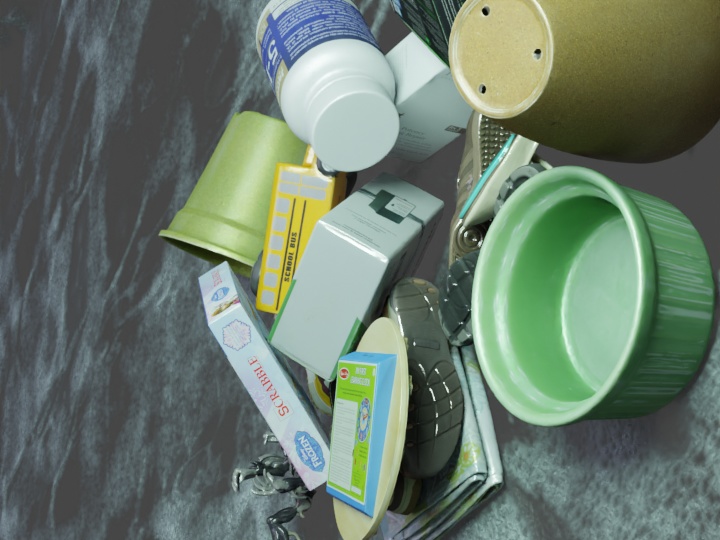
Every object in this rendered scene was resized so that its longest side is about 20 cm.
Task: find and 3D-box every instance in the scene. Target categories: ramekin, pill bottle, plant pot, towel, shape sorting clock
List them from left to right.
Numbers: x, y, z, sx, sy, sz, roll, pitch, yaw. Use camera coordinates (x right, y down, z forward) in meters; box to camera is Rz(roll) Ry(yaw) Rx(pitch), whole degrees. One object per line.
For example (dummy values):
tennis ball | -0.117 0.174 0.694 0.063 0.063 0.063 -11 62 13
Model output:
plant pot | -0.130 -0.092 1.557 0.200 0.198 0.187 9 77 62
pill bottle | -0.030 -0.194 1.238 0.121 0.118 0.201 -62 32 29
shape sorting clock | 0.009 0.143 1.100 0.200 0.039 0.204 -174 90 -75
towel | 0.068 0.161 1.221 0.171 0.048 0.202 -48 41 40
plant pot | 0.162 -0.169 0.930 0.184 0.198 0.190 9 103 41
ramekin | 0.185 0.024 0.976 0.199 0.096 0.204 -19 67 55

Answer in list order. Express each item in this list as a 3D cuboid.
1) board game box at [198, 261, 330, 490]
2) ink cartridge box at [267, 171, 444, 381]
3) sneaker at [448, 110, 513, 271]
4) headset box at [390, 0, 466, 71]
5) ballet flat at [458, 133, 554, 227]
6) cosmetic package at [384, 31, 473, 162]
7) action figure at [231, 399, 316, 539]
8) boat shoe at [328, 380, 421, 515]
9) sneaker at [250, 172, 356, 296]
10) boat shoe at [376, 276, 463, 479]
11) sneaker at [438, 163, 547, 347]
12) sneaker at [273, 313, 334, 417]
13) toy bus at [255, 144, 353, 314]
board game box | -0.098 0.103 1.276 0.201 0.041 0.200 60 178 -15
ink cartridge box | 0.000 0.000 1.248 0.148 0.082 0.200 -66 -11 24
sneaker | 0.125 -0.071 1.193 0.076 0.069 0.204 -132 53 -85
headset box | 0.130 -0.287 1.111 0.198 0.093 0.175 -29 38 -4
ballet flat | 0.160 -0.117 1.109 0.202 0.069 0.069 -62 31 12
cosmetic package | 0.075 -0.188 1.271 0.199 0.100 0.075 -31 55 57
action figure | -0.093 0.252 1.435 0.119 0.100 0.204 148 126 -69
boat shoe | 0.001 0.160 1.225 0.074 0.064 0.200 -66 30 22
sneaker | -0.048 -0.039 1.444 0.078 0.076 0.202 22 69 23
boat shoe | 0.049 0.107 1.164 0.072 0.075 0.203 -47 34 49
sneaker | 0.140 -0.005 1.109 0.201 0.078 0.076 -59 45 34
sneaker | -0.036 0.074 1.425 0.091 0.074 0.201 -60 41 28
toy bus | -0.059 -0.052 1.342 0.065 0.077 0.204 -11 -70 -76
